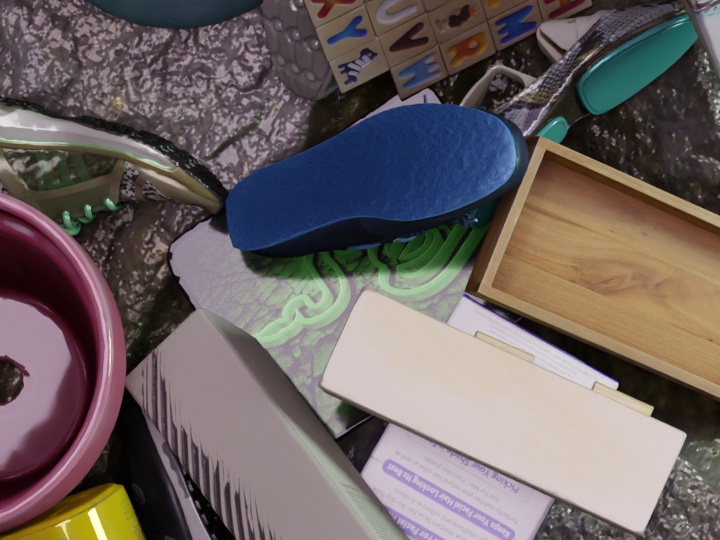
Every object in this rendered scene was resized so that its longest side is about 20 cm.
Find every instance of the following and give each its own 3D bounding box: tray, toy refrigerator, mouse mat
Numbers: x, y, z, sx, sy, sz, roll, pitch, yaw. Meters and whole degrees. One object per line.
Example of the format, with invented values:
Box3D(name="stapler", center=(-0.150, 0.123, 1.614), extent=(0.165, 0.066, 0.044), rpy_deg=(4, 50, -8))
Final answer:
Box3D(name="tray", center=(0.171, 0.006, 1.580), extent=(0.199, 0.037, 0.099), rpy_deg=(23, 85, -11))
Box3D(name="toy refrigerator", center=(0.082, 0.078, 1.520), extent=(0.199, 0.076, 0.070), rpy_deg=(25, 86, 7))
Box3D(name="mouse mat", center=(0.000, 0.000, 1.637), extent=(0.200, 0.008, 0.161), rpy_deg=(-33, 81, -2))

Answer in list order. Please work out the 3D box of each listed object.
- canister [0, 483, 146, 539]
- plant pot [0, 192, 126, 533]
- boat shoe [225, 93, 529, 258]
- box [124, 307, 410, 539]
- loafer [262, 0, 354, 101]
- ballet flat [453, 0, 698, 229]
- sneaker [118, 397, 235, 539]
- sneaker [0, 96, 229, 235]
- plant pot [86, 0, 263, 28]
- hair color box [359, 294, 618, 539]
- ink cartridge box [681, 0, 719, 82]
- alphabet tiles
Box3D(name="canister", center=(-0.162, 0.238, 1.541), extent=(0.148, 0.087, 0.201), rpy_deg=(-21, 95, 23))
Box3D(name="plant pot", center=(-0.228, 0.061, 1.558), extent=(0.199, 0.179, 0.201), rpy_deg=(0, 82, 3))
Box3D(name="boat shoe", center=(0.015, -0.055, 1.574), extent=(0.199, 0.069, 0.085), rpy_deg=(-8, 78, 32))
Box3D(name="box", center=(-0.047, 0.120, 1.536), extent=(0.068, 0.082, 0.200), rpy_deg=(-43, 61, 7))
Box3D(name="loafer", center=(-0.013, -0.195, 1.600), extent=(0.070, 0.070, 0.201), rpy_deg=(31, 129, 27))
Box3D(name="ballet flat", center=(0.115, -0.112, 1.614), extent=(0.200, 0.072, 0.072), rpy_deg=(-41, 82, -6))
Box3D(name="sneaker", center=(-0.117, 0.175, 1.590), extent=(0.087, 0.076, 0.201), rpy_deg=(-25, 81, 6))
Box3D(name="sneaker", center=(-0.177, -0.050, 1.632), extent=(0.199, 0.077, 0.089), rpy_deg=(14, 97, 11))
Box3D(name="plant pot", center=(-0.118, -0.259, 1.615), extent=(0.199, 0.135, 0.201), rpy_deg=(0, 82, 3))
Box3D(name="hair color box", center=(0.058, 0.129, 1.586), extent=(0.109, 0.065, 0.201), rpy_deg=(30, 85, 6))
Box3D(name="ink cartridge box", center=(0.226, -0.232, 1.508), extent=(0.146, 0.200, 0.147), rpy_deg=(-24, 51, 6))
Box3D(name="alphabet tiles", center=(0.065, -0.178, 1.580), extent=(0.199, 0.167, 0.006), rpy_deg=(-27, 55, -2))
